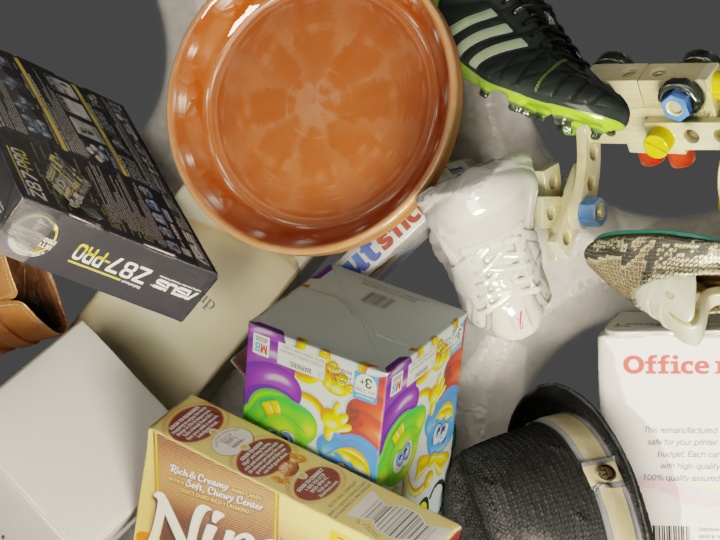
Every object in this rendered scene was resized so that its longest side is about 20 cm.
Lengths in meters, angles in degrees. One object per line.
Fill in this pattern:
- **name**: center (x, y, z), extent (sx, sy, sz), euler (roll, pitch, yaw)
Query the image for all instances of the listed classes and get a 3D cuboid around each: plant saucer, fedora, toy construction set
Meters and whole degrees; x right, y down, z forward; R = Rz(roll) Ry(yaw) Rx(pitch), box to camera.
- **plant saucer**: center (-0.029, -0.108, 1.426), extent (0.200, 0.032, 0.200), euler (-3, 82, 21)
- **fedora**: center (0.110, 0.175, 1.429), extent (0.092, 0.201, 0.201), euler (-8, 100, -22)
- **toy construction set**: center (0.199, -0.071, 1.426), extent (0.200, 0.092, 0.131), euler (-7, 123, 23)

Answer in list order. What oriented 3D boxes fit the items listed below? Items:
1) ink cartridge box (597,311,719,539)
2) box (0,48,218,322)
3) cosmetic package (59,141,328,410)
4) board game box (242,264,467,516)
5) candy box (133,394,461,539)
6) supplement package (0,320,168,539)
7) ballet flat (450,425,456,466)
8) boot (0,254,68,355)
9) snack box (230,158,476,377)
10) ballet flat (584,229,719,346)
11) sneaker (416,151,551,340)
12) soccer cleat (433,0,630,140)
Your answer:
- **ink cartridge box**: center (0.234, 0.128, 1.449), extent (0.145, 0.084, 0.200), euler (-1, 100, 14)
- **box**: center (-0.193, -0.064, 1.437), extent (0.049, 0.161, 0.200), euler (-49, 44, 17)
- **cosmetic package**: center (-0.111, 0.015, 1.523), extent (0.104, 0.073, 0.200), euler (41, 108, 5)
- **board game box**: center (-0.009, 0.116, 1.432), extent (0.105, 0.103, 0.200), euler (19, 121, 25)
- **candy box**: center (-0.044, 0.172, 1.378), extent (0.200, 0.055, 0.115), euler (25, 123, 22)
- **supplement package**: center (-0.215, 0.145, 1.498), extent (0.120, 0.121, 0.200), euler (46, 145, 3)
- **ballet flat**: center (0.035, 0.135, 1.513), extent (0.062, 0.067, 0.200), euler (-7, 98, 25)
- **boot**: center (-0.263, 0.049, 1.523), extent (0.155, 0.074, 0.200), euler (-9, 133, 24)
- **snack box**: center (0.000, 0.000, 1.490), extent (0.200, 0.072, 0.024), euler (-43, 83, 17)
- **ballet flat**: center (0.235, 0.012, 1.377), extent (0.200, 0.068, 0.075), euler (0, 62, 14)
- **sneaker**: center (0.089, -0.009, 1.398), extent (0.078, 0.200, 0.099), euler (-22, 75, 2)
- **soccer cleat**: center (0.100, -0.144, 1.404), extent (0.200, 0.068, 0.081), euler (33, 101, 44)
